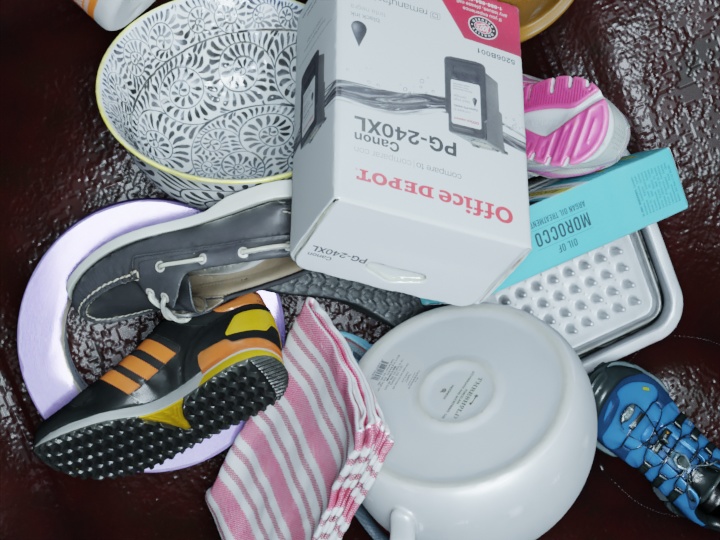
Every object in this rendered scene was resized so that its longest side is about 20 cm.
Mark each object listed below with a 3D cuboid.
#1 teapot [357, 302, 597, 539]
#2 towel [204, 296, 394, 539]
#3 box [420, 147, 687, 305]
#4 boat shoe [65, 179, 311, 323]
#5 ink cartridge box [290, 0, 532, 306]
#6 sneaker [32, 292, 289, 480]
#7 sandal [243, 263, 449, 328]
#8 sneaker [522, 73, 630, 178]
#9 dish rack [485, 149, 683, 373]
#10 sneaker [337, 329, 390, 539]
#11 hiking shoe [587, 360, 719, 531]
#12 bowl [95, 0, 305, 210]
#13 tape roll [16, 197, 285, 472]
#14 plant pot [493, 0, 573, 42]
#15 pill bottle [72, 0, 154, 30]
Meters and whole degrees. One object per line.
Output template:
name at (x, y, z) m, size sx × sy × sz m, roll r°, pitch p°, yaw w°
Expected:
teapot at (0.081, 0.135, 1.060) m, size 0.198 × 0.198 × 0.147 m, roll -20°, pitch 134°, yaw -2°
towel at (-0.052, 0.139, 1.040) m, size 0.030 × 0.147 × 0.201 m, roll 12°, pitch 119°, yaw -32°
box at (0.137, -0.033, 1.099) m, size 0.198 × 0.082 × 0.050 m, roll -22°, pitch 96°, yaw -21°
boat shoe at (-0.115, 0.002, 1.031) m, size 0.198 × 0.074 × 0.061 m, roll -20°, pitch 64°, yaw 13°
ink cartridge box at (0.033, -0.093, 0.995) m, size 0.144 × 0.083 × 0.202 m, roll 13°, pitch 57°, yaw -21°
sneaker at (-0.145, 0.080, 1.069) m, size 0.198 × 0.091 × 0.070 m, roll -23°, pitch 138°, yaw 13°
sandal at (0.000, -0.001, 1.113) m, size 0.198 × 0.048 × 0.076 m, roll 17°, pitch 86°, yaw -21°
sneaker at (0.118, -0.110, 1.119) m, size 0.088 × 0.199 × 0.082 m, roll 19°, pitch 93°, yaw -50°
dish rack at (0.144, 0.003, 1.185) m, size 0.198 × 0.044 × 0.174 m, roll -23°, pitch 97°, yaw -7°
sneaker at (0.010, 0.136, 1.136) m, size 0.079 × 0.096 × 0.201 m, roll -28°, pitch 99°, yaw 10°
hiking shoe at (0.246, 0.138, 1.160) m, size 0.200 × 0.086 × 0.075 m, roll 39°, pitch 83°, yaw -34°
bowl at (-0.091, -0.106, 1.094) m, size 0.198 × 0.095 × 0.203 m, roll 2°, pitch 50°, yaw -2°
tape roll at (-0.158, 0.047, 1.124) m, size 0.197 × 0.066 × 0.203 m, roll -1°, pitch 94°, yaw -11°
plant pot at (0.095, -0.265, 1.086) m, size 0.197 × 0.183 × 0.203 m, roll -1°, pitch 94°, yaw -10°
pill bottle at (-0.217, -0.278, 1.060) m, size 0.200 × 0.114 × 0.114 m, roll 41°, pitch 87°, yaw -1°
